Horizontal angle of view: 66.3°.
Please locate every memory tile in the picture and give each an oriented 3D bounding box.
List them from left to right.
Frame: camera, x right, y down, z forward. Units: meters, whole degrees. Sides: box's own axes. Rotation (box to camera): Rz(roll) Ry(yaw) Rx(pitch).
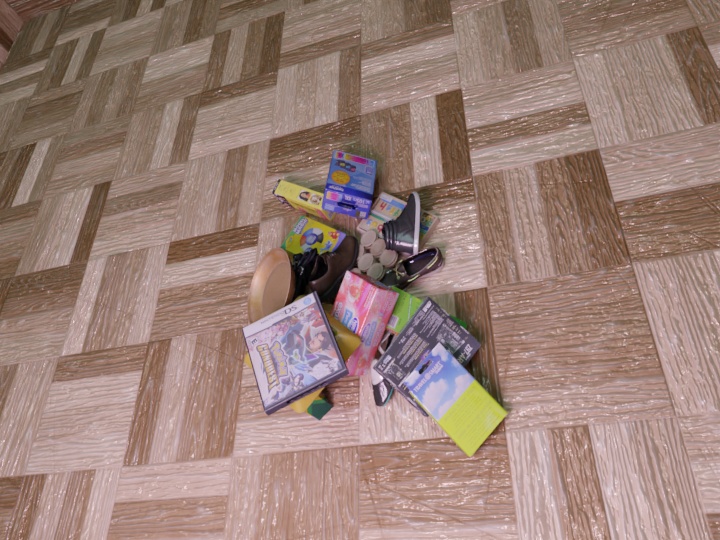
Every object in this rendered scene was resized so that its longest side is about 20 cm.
[{"bbox_3d":[0.000,0.000,1.424,0.201,0.017,0.153,-48,43,0],"label":"memory tile"}]

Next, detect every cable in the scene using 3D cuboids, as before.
[{"bbox_3d":[-0.169,0.031,1.414,0.050,0.204,0.163,27,28,7],"label":"cable"}]

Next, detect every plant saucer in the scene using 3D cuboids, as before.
[{"bbox_3d":[-0.206,0.050,1.311,0.198,0.035,0.207,-26,57,46],"label":"plant saucer"},{"bbox_3d":[-0.129,0.158,1.158,0.197,0.049,0.201,32,69,31],"label":"plant saucer"}]

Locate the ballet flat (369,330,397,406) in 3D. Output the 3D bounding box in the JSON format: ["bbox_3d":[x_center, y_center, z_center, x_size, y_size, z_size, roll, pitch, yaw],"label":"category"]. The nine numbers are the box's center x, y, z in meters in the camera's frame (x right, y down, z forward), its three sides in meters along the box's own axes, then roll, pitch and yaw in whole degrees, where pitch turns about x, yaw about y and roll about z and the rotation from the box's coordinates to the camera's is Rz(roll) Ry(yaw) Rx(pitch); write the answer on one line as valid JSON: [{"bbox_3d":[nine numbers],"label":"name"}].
[{"bbox_3d":[0.058,0.207,1.272,0.067,0.067,0.205,-25,37,57],"label":"ballet flat"}]

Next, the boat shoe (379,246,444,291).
[{"bbox_3d":[0.116,0.002,1.378,0.195,0.060,0.073,-26,55,5],"label":"boat shoe"}]

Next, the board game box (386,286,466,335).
[{"bbox_3d":[0.143,0.124,1.273,0.195,0.030,0.098,25,69,4],"label":"board game box"}]

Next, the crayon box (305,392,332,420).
[{"bbox_3d":[-0.148,0.252,1.246,0.051,0.201,0.126,-41,55,-3],"label":"crayon box"}]

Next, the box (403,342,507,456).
[{"bbox_3d":[0.195,0.268,1.153,0.122,0.048,0.200,-43,79,-8],"label":"box"}]

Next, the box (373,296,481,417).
[{"bbox_3d":[0.146,0.189,1.218,0.159,0.044,0.202,39,80,4],"label":"box"}]

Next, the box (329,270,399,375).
[{"bbox_3d":[-0.007,0.119,1.227,0.101,0.093,0.206,28,99,36],"label":"box"}]

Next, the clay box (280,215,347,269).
[{"bbox_3d":[-0.135,-0.075,1.532,0.196,0.048,0.117,24,71,30],"label":"clay box"}]

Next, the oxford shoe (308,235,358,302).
[{"bbox_3d":[-0.067,-0.023,1.413,0.071,0.085,0.203,0,48,40],"label":"oxford shoe"}]

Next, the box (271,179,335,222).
[{"bbox_3d":[-0.162,-0.205,1.603,0.195,0.075,0.051,22,77,30],"label":"box"}]

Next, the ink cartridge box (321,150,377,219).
[{"bbox_3d":[-0.030,-0.225,1.511,0.131,0.077,0.205,12,51,-5],"label":"ink cartridge box"}]

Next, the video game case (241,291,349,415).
[{"bbox_3d":[-0.136,0.160,1.111,0.176,0.026,0.203,-25,53,-2],"label":"video game case"}]

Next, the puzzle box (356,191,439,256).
[{"bbox_3d":[0.098,-0.122,1.480,0.197,0.026,0.135,27,74,32],"label":"puzzle box"}]

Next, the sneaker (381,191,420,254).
[{"bbox_3d":[0.102,-0.128,1.401,0.095,0.072,0.205,3,51,5],"label":"sneaker"}]

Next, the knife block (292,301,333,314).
[{"bbox_3d":[-0.076,0.122,1.375,0.192,0.066,0.176,6,12,-13],"label":"knife block"}]
